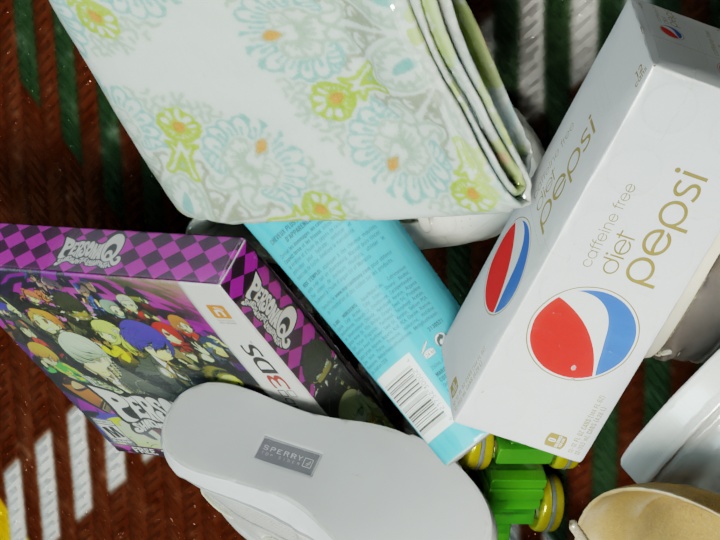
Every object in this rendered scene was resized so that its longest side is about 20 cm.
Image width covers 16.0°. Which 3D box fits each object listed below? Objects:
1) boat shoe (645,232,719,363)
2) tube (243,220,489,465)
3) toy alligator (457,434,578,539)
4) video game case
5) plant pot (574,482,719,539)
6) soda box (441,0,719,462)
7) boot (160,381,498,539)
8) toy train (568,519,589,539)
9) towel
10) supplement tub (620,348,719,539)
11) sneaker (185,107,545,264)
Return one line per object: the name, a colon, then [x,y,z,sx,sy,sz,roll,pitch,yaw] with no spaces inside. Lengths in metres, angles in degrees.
boat shoe: [0.181,-0.030,1.141,0.072,0.059,0.200,-99,31,-45]
tube: [0.000,0.000,1.226,0.077,0.050,0.200,-39,86,19]
toy alligator: [0.078,0.071,1.284,0.054,0.059,0.201,-110,27,-52]
video game case: [-0.098,0.044,1.366,0.199,0.036,0.181,4,145,38]
plant pot: [0.172,0.166,1.081,0.200,0.027,0.200,39,151,26]
soda box: [0.108,-0.015,1.132,0.068,0.064,0.200,18,120,-16]
boot: [-0.006,0.121,1.312,0.199,0.074,0.096,23,162,31]
toy train: [0.154,0.190,1.027,0.115,0.085,0.201,9,132,41]
towel: [-0.034,-0.090,1.132,0.199,0.048,0.172,0,134,31]
supplement tub: [0.225,0.114,1.120,0.200,0.140,0.140,46,132,12]
sneaker: [0.004,-0.034,1.272,0.199,0.080,0.077,-11,102,41]
